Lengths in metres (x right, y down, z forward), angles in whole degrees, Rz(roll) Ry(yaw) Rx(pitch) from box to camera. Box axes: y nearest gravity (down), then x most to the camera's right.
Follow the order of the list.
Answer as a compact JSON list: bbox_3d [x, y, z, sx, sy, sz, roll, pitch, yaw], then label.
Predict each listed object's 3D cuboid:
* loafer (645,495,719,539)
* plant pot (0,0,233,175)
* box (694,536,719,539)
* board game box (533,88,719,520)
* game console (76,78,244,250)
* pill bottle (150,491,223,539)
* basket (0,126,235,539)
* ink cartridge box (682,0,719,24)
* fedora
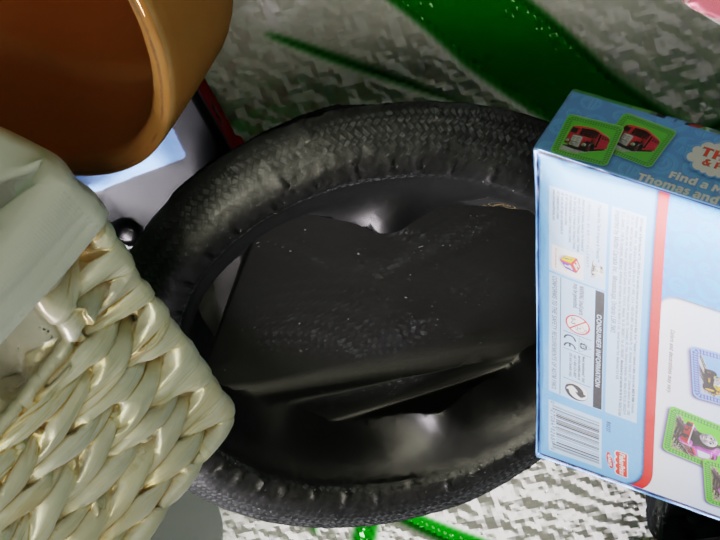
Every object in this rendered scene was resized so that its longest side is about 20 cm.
[{"bbox_3d":[0.144,0.017,0.882,0.068,0.070,0.201,8,125,-6],"label":"loafer"},{"bbox_3d":[-0.103,-0.147,0.732,0.200,0.140,0.200,28,152,16],"label":"plant pot"},{"bbox_3d":[0.192,0.121,0.895,0.199,0.040,0.137,-7,162,-1],"label":"box"},{"bbox_3d":[0.152,0.033,0.763,0.199,0.037,0.152,19,141,21],"label":"board game box"},{"bbox_3d":[-0.151,-0.070,0.886,0.176,0.031,0.200,-21,115,16],"label":"game console"},{"bbox_3d":[-0.143,0.157,0.967,0.114,0.114,0.200,28,119,-10],"label":"pill bottle"},{"bbox_3d":[-0.153,0.027,0.760,0.136,0.200,0.123,-51,132,-14],"label":"basket"},{"bbox_3d":[0.185,-0.166,0.729,0.085,0.146,0.200,29,119,-10],"label":"ink cartridge box"},{"bbox_3d":[0.000,0.000,0.863,0.200,0.092,0.201,-9,126,-13],"label":"fedora"}]
